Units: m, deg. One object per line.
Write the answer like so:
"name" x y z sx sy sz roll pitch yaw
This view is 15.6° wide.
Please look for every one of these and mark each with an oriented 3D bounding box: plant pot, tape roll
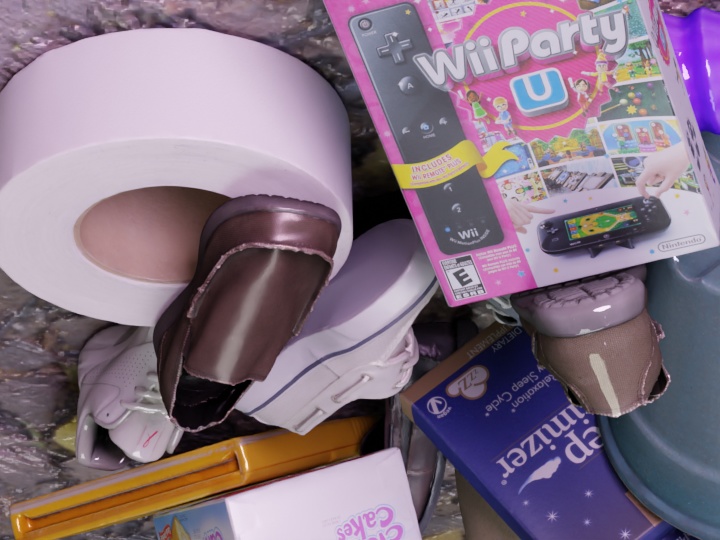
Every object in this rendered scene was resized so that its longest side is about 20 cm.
"plant pot" 0.229 0.018 1.453 0.199 0.201 0.197 -4 141 3
"tape roll" -0.102 -0.046 1.426 0.201 0.071 0.203 -2 150 -1

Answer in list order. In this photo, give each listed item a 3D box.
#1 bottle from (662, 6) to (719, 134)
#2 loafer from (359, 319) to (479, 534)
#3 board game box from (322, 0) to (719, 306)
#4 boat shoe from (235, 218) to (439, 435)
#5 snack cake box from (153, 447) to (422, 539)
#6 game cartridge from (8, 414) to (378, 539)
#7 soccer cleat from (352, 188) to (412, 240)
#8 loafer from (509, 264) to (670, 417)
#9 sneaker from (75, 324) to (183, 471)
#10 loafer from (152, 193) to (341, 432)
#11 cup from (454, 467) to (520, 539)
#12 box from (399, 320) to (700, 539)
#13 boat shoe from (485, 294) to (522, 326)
"bottle" 0.133 -0.094 1.359 0.199 0.066 0.084 -9 145 12
"loafer" 0.026 0.101 1.682 0.063 0.072 0.201 7 136 -10
"board game box" 0.079 -0.092 1.284 0.147 0.064 0.201 -14 120 17
"boat shoe" -0.001 0.039 1.472 0.070 0.071 0.200 31 138 -19
"snack cake box" -0.048 0.164 1.643 0.114 0.068 0.200 -14 176 -18
"game cartridge" -0.101 0.134 1.691 0.175 0.033 0.200 -18 173 25
"soccer cleat" 0.000 0.000 1.524 0.081 0.068 0.200 22 136 -27
"loafer" 0.116 0.038 1.330 0.075 0.070 0.200 -13 -178 8
"sneaker" -0.112 0.065 1.582 0.078 0.100 0.200 23 142 -19
"loafer" -0.059 0.028 1.414 0.073 0.071 0.200 8 149 -15
"cup" 0.142 0.150 1.654 0.199 0.144 0.201 12 144 9
"box" 0.131 0.109 1.546 0.121 0.200 0.032 -36 153 -14
"boat shoe" 0.093 -0.003 1.469 0.061 0.073 0.200 -19 164 11
